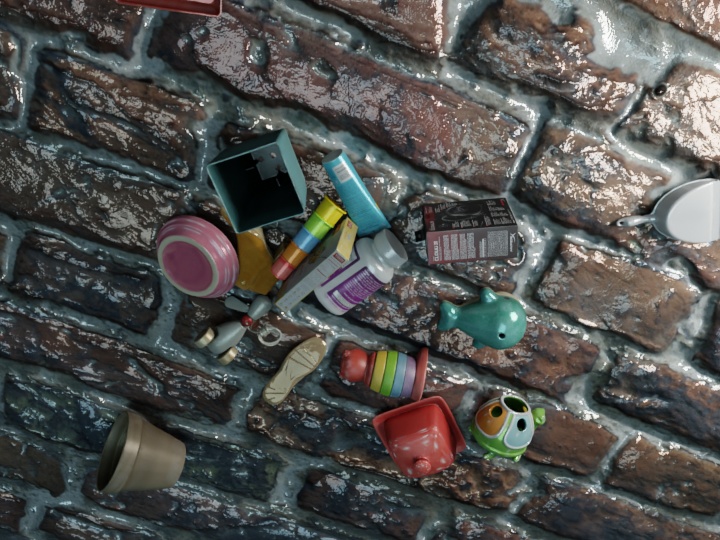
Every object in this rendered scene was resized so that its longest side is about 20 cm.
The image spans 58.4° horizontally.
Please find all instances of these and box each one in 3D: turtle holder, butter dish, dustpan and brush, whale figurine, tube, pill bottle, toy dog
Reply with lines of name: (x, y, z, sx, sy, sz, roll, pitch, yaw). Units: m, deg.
turtle holder: (0.366, 0.378, 1.561, 0.184, 0.141, 0.132, 18, 116, -6)
butter dish: (0.150, 0.441, 1.599, 0.198, 0.148, 0.201, -22, 115, 12)
dustpan and brush: (0.642, -0.112, 1.347, 0.199, 0.057, 0.140, -13, 115, 1)
whale figurine: (0.274, 0.117, 1.447, 0.198, 0.104, 0.160, 5, 118, 0)
tube: (-0.012, -0.157, 1.349, 0.077, 0.051, 0.201, -14, 122, 27)
pill bottle: (0.000, 0.000, 1.392, 0.200, 0.112, 0.112, -35, 111, 19)
toy dog: (-0.287, 0.128, 1.499, 0.199, 0.096, 0.133, -22, 113, -3)

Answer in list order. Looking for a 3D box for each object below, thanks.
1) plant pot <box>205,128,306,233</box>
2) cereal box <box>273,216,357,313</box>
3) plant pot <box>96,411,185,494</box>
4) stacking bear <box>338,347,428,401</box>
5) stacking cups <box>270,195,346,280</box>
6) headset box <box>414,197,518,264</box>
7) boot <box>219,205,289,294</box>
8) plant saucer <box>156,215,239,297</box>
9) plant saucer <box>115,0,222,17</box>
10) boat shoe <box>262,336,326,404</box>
plant pot: (-0.186, -0.193, 1.248, 0.140, 0.200, 0.142, -16, 117, 10)
cereal box: (-0.093, -0.013, 1.360, 0.039, 0.144, 0.200, 41, 117, -16)
plant pot: (-0.549, 0.479, 1.639, 0.173, 0.201, 0.200, 25, 117, -28)
stacking bear: (0.051, 0.236, 1.522, 0.198, 0.114, 0.122, 11, 118, 2)
stacking cups: (-0.112, -0.062, 1.363, 0.060, 0.061, 0.200, 36, 97, -16)
headset box: (0.211, -0.082, 1.320, 0.198, 0.149, 0.078, -6, 117, 4)
boot: (-0.253, -0.036, 1.405, 0.201, 0.071, 0.144, 35, 111, -20)
plant saucer: (-0.362, -0.020, 1.399, 0.199, 0.051, 0.202, 11, 125, 17)
plant saucer: (-0.340, -0.572, 1.147, 0.198, 0.037, 0.201, 7, 119, -2)
boat shoe: (-0.159, 0.234, 1.550, 0.072, 0.065, 0.200, 39, 94, -8)
